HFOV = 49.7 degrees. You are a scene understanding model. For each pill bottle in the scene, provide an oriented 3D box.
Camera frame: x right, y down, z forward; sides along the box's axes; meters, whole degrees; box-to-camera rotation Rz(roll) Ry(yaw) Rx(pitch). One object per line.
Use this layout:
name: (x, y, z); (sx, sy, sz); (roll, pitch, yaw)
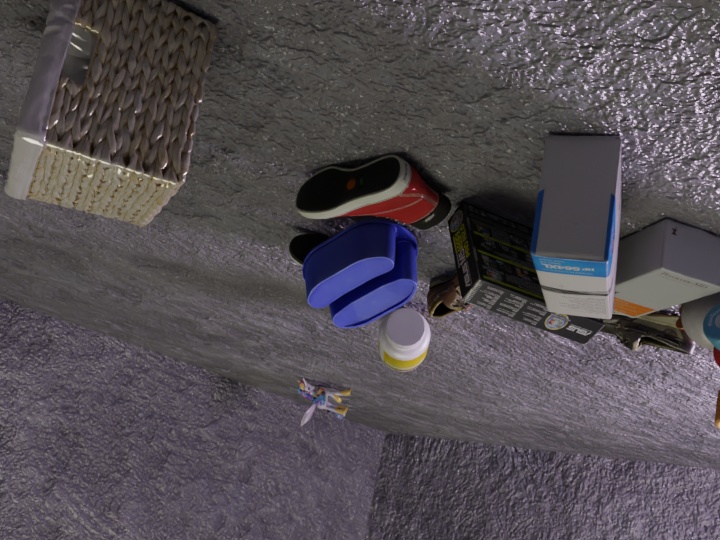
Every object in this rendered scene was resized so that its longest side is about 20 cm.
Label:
pill bottle: (0.093, 0.145, 1.665); (0.110, 0.112, 0.200); (11, 163, 5)

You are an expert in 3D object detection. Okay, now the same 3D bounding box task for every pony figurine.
pony figurine: (-0.145, 0.484, 2.878); (0.198, 0.167, 0.194); (15, 131, 6)

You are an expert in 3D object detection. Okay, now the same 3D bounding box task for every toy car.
toy car: (0.527, 0.057, 1.084); (0.184, 0.177, 0.200); (37, -178, -26)

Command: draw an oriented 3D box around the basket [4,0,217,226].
basket: (-0.260, -0.171, 0.805); (0.160, 0.200, 0.200); (15, 163, -22)

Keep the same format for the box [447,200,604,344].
box: (0.220, 0.001, 1.050); (0.199, 0.161, 0.044); (19, 130, -20)

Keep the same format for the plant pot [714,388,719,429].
plant pot: (0.652, 0.158, 1.181); (0.198, 0.185, 0.200); (11, 162, 4)

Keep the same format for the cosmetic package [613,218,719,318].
cosmetic package: (0.398, 0.003, 1.072); (0.101, 0.072, 0.200); (17, 162, -11)

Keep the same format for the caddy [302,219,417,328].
caddy: (0.000, 0.000, 1.238); (0.199, 0.106, 0.141); (-29, 132, 24)

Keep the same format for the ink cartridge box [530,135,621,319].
ink cartridge box: (0.256, -0.044, 0.902); (0.084, 0.147, 0.200); (5, 160, 20)

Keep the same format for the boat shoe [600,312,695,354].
boat shoe: (0.476, 0.105, 1.343); (0.199, 0.065, 0.073); (4, 162, 29)

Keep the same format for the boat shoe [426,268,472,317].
boat shoe: (0.179, 0.040, 1.349); (0.071, 0.068, 0.200); (19, 161, -15)

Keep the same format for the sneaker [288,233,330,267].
sneaker: (-0.040, -0.001, 1.369); (0.199, 0.084, 0.121); (16, 153, -13)

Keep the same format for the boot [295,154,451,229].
boot: (0.018, -0.088, 1.071); (0.199, 0.073, 0.144); (-6, 156, 38)
